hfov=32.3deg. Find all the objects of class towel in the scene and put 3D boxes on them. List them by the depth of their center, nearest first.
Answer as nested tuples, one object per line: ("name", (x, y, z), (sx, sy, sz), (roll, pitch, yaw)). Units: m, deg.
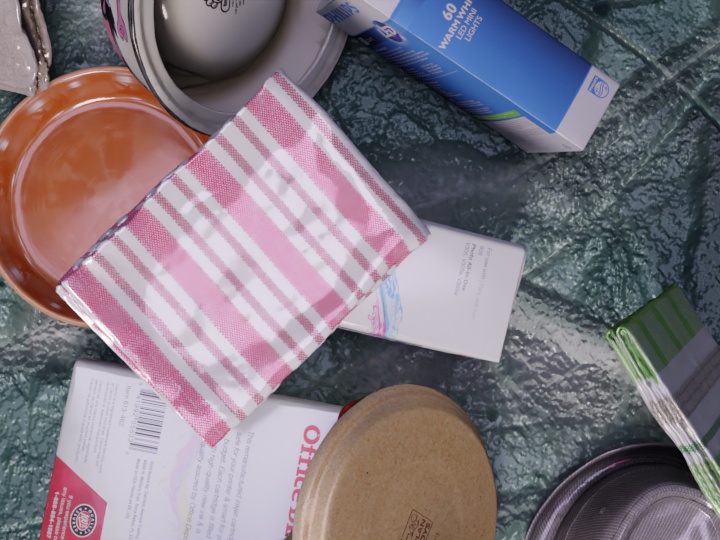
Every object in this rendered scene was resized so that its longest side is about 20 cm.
("towel", (-0.071, -0.008, 0.778), (0.200, 0.030, 0.146), (-44, 96, -4))
("towel", (0.251, 0.112, 0.884), (0.031, 0.149, 0.200), (-35, 82, 29))
("towel", (-0.296, -0.220, 0.894), (0.132, 0.201, 0.035), (14, 44, 20))

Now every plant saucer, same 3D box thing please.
("plant saucer", (-0.191, -0.055, 0.955), (0.199, 0.032, 0.201), (0, 85, 0))

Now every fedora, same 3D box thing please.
("fedora", (0.207, 0.223, 0.891), (0.177, 0.090, 0.200), (36, 87, 4))

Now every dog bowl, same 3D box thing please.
("dog bowl", (-0.099, -0.201, 0.895), (0.074, 0.200, 0.201), (26, 85, 42))

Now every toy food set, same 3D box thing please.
("toy food set", (0.024, 0.180, 0.872), (0.198, 0.049, 0.201), (19, 78, -41))

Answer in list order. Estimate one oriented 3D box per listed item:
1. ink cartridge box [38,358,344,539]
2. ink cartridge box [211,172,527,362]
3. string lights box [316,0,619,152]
("ink cartridge box", (-0.117, 0.154, 0.909), (0.199, 0.083, 0.146), (11, 85, 2))
("ink cartridge box", (0.000, 0.000, 0.874), (0.199, 0.145, 0.088), (12, 88, -7))
("string lights box", (0.074, -0.160, 0.892), (0.200, 0.103, 0.059), (32, 86, -16))
